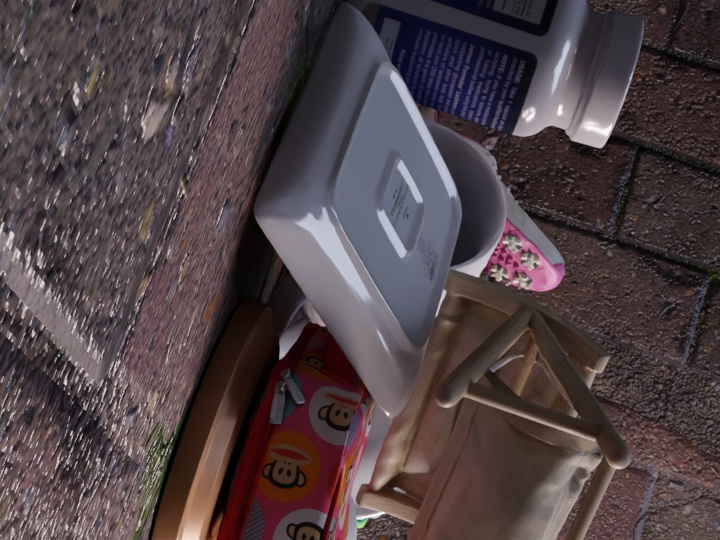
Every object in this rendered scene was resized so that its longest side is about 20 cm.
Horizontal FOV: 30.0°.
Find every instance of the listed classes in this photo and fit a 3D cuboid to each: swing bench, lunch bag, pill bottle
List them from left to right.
[{"bbox_3d":[-0.032,0.114,0.912,0.200,0.081,0.177,-56,163,-79],"label":"lunch bag"},{"bbox_3d":[0.079,0.138,0.902,0.200,0.129,0.200,-74,-176,-69],"label":"swing bench"},{"bbox_3d":[0.090,-0.162,0.946,0.116,0.199,0.116,19,90,-87],"label":"pill bottle"}]

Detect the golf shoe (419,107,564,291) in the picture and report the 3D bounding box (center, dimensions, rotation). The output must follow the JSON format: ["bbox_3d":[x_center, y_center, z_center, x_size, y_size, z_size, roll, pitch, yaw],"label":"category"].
[{"bbox_3d":[0.100,-0.065,1.140,0.092,0.200,0.075,-47,173,-34],"label":"golf shoe"}]

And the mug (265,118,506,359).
[{"bbox_3d":[0.000,0.000,1.053,0.200,0.148,0.176,-33,161,-33],"label":"mug"}]

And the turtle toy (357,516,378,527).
[{"bbox_3d":[-0.035,0.177,1.330,0.201,0.101,0.146,62,5,-25],"label":"turtle toy"}]

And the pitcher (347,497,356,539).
[{"bbox_3d":[-0.092,0.244,1.048,0.172,0.121,0.200,-50,179,33],"label":"pitcher"}]

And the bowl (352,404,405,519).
[{"bbox_3d":[-0.010,0.109,1.162,0.091,0.200,0.202,71,29,-43],"label":"bowl"}]

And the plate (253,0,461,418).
[{"bbox_3d":[0.015,-0.040,0.867,0.200,0.032,0.200,59,35,-38],"label":"plate"}]

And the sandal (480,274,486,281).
[{"bbox_3d":[0.038,0.001,1.209,0.078,0.070,0.211,-43,-163,-20],"label":"sandal"}]

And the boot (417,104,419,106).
[{"bbox_3d":[0.063,-0.187,1.092,0.201,0.071,0.144,-47,-176,18],"label":"boot"}]

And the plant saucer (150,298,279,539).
[{"bbox_3d":[-0.093,0.119,0.898,0.200,0.032,0.201,19,90,-88],"label":"plant saucer"}]

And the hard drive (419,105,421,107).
[{"bbox_3d":[0.060,-0.235,1.319,0.135,0.042,0.201,140,-30,-73],"label":"hard drive"}]
